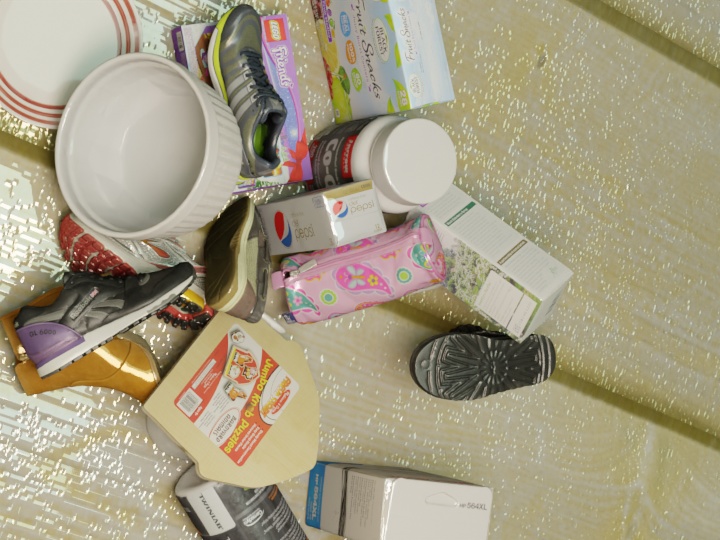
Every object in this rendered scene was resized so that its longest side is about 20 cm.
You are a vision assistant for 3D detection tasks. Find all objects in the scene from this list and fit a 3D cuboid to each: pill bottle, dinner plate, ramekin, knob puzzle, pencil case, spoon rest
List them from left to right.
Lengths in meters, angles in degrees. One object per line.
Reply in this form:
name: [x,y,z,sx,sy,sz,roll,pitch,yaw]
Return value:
dinner plate: [-0.340,-0.257,1.638,0.199,0.024,0.202,0,89,-26]
ramekin: [-0.223,-0.128,1.602,0.105,0.199,0.202,13,83,-64]
spoon rest: [-0.168,0.132,1.715,0.099,0.061,0.200,41,86,-20]
knob puzzle: [-0.128,0.157,1.658,0.218,0.030,0.221,9,72,-30]
pill bottle: [-0.122,0.308,1.702,0.106,0.106,0.201,-35,105,-22]
pencil case: [0.000,0.000,1.713,0.199,0.087,0.088,-16,100,17]
pill bottle: [0.021,-0.122,1.722,0.113,0.200,0.115,0,90,-27]

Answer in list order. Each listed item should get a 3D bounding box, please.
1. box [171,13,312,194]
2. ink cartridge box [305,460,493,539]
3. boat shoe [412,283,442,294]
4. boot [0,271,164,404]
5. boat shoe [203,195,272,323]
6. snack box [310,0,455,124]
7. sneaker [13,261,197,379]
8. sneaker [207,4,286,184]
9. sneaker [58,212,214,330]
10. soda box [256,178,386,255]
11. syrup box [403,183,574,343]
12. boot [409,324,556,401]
box: [-0.138,-0.194,1.731,0.136,0.039,0.202,-11,95,-26]
ink cartridge box: [0.042,0.279,1.734,0.145,0.200,0.085,9,86,-26]
boat shoe: [0.046,0.000,1.807,0.199,0.066,0.073,-3,97,-25]
boot: [-0.302,0.111,1.631,0.143,0.071,0.202,-26,106,-5]
boat shoe: [-0.134,-0.008,1.668,0.072,0.201,0.066,-38,116,21]
snack box: [0.021,-0.267,1.723,0.067,0.200,0.170,-15,96,-26]
sneaker: [-0.272,0.028,1.560,0.199,0.076,0.088,-31,93,-15]
sneaker: [-0.120,-0.198,1.657,0.074,0.081,0.202,-9,98,-50]
sneaker: [-0.250,-0.009,1.666,0.199,0.078,0.083,31,50,-20]
soda box: [-0.048,-0.060,1.686,0.068,0.200,0.064,-18,96,-25]
syrup box: [0.144,-0.014,1.755,0.200,0.079,0.081,38,45,16]
boot: [0.116,0.109,1.793,0.210,0.157,0.080,2,92,-33]
